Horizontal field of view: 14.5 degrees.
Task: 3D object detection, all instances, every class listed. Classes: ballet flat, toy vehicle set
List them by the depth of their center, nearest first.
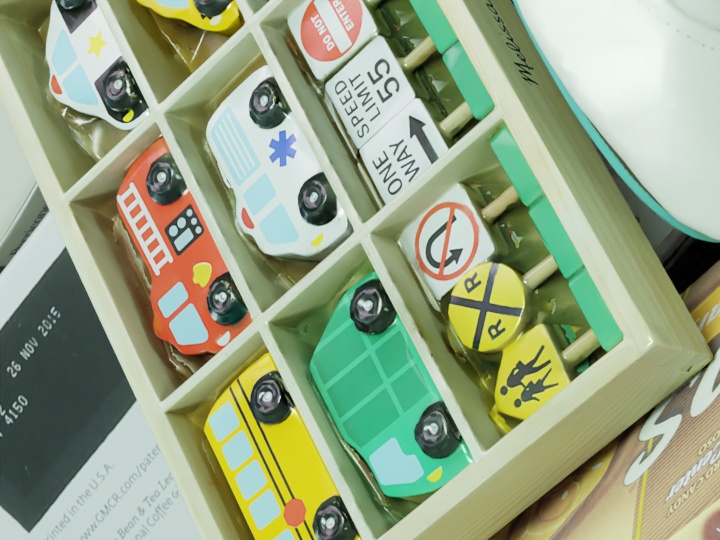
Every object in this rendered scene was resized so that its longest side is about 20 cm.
[{"bbox_3d":[0.056,-0.103,0.631,0.069,0.201,0.070,-20,-20,-8],"label":"ballet flat"},{"bbox_3d":[-0.013,-0.024,0.668,0.124,0.026,0.201,-41,59,24],"label":"toy vehicle set"}]

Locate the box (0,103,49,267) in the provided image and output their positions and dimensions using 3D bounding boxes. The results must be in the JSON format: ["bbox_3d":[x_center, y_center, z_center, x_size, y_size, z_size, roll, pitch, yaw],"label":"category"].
[{"bbox_3d":[-0.057,-0.062,0.934,0.199,0.068,0.082,-15,-33,-49],"label":"box"}]

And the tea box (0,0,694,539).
[{"bbox_3d":[0.000,0.000,0.815,0.200,0.134,0.197,-50,-5,19],"label":"tea box"}]

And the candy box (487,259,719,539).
[{"bbox_3d":[0.090,0.043,0.623,0.200,0.055,0.116,-44,13,40],"label":"candy box"}]
